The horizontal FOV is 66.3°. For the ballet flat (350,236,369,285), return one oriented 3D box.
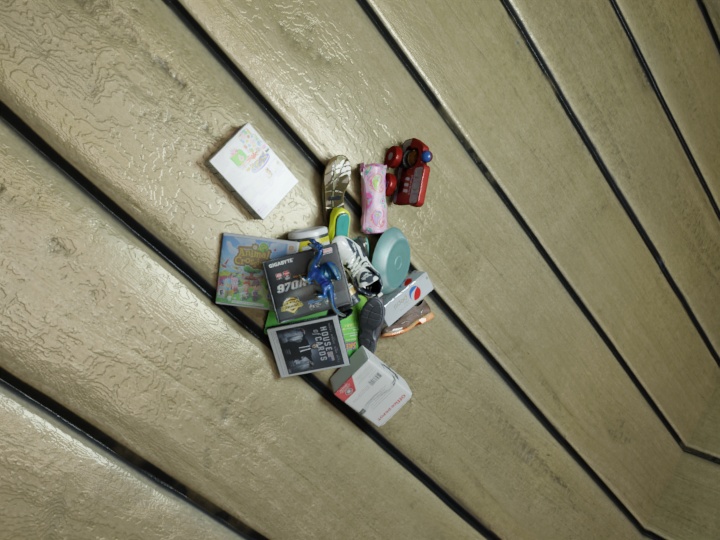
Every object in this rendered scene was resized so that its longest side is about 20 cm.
[{"bbox_3d":[0.000,0.000,1.599,0.067,0.068,0.203,-15,107,-12],"label":"ballet flat"}]

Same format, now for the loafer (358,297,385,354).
[{"bbox_3d":[0.035,0.151,1.605,0.063,0.071,0.203,-50,154,-56],"label":"loafer"}]

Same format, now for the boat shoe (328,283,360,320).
[{"bbox_3d":[-0.058,0.109,1.507,0.062,0.200,0.074,47,49,5],"label":"boat shoe"}]

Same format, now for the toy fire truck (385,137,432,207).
[{"bbox_3d":[0.150,-0.283,1.598,0.111,0.167,0.204,13,88,-30],"label":"toy fire truck"}]

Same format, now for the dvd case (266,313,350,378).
[{"bbox_3d":[-0.139,0.204,1.488,0.196,0.025,0.153,-11,108,8],"label":"dvd case"}]

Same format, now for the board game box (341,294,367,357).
[{"bbox_3d":[-0.041,0.168,1.613,0.094,0.030,0.204,12,86,-30],"label":"board game box"}]

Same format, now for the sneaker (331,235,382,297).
[{"bbox_3d":[-0.001,-0.004,1.471,0.079,0.129,0.201,-31,105,-8],"label":"sneaker"}]

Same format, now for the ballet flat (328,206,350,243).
[{"bbox_3d":[-0.067,-0.085,1.544,0.066,0.067,0.203,-9,123,-29],"label":"ballet flat"}]

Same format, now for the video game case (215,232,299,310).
[{"bbox_3d":[-0.266,0.006,1.422,0.196,0.022,0.186,7,92,-2],"label":"video game case"}]

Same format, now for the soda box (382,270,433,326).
[{"bbox_3d":[0.126,0.083,1.677,0.199,0.068,0.064,-38,111,-21],"label":"soda box"}]

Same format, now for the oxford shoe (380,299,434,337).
[{"bbox_3d":[0.135,0.150,1.699,0.198,0.071,0.074,-22,88,-33],"label":"oxford shoe"}]

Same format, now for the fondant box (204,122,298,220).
[{"bbox_3d":[-0.278,-0.252,1.419,0.145,0.058,0.200,-49,116,-17],"label":"fondant box"}]

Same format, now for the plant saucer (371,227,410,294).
[{"bbox_3d":[0.098,-0.024,1.618,0.199,0.035,0.204,-28,124,-52],"label":"plant saucer"}]

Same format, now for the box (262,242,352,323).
[{"bbox_3d":[-0.133,0.031,1.397,0.197,0.046,0.162,-14,93,-3],"label":"box"}]

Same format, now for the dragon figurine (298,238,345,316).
[{"bbox_3d":[-0.081,0.015,1.342,0.099,0.059,0.201,-41,86,7],"label":"dragon figurine"}]

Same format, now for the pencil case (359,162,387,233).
[{"bbox_3d":[0.035,-0.208,1.585,0.086,0.087,0.204,-7,100,-29],"label":"pencil case"}]

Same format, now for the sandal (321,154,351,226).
[{"bbox_3d":[-0.076,-0.224,1.546,0.079,0.054,0.203,-3,111,-24],"label":"sandal"}]

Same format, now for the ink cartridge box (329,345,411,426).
[{"bbox_3d":[0.031,0.341,1.614,0.147,0.083,0.200,-45,116,7],"label":"ink cartridge box"}]

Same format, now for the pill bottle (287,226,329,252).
[{"bbox_3d":[-0.128,-0.012,1.497,0.110,0.111,0.204,-15,101,-27],"label":"pill bottle"}]

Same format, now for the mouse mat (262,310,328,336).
[{"bbox_3d":[-0.166,0.107,1.472,0.158,0.008,0.203,17,108,-3],"label":"mouse mat"}]
